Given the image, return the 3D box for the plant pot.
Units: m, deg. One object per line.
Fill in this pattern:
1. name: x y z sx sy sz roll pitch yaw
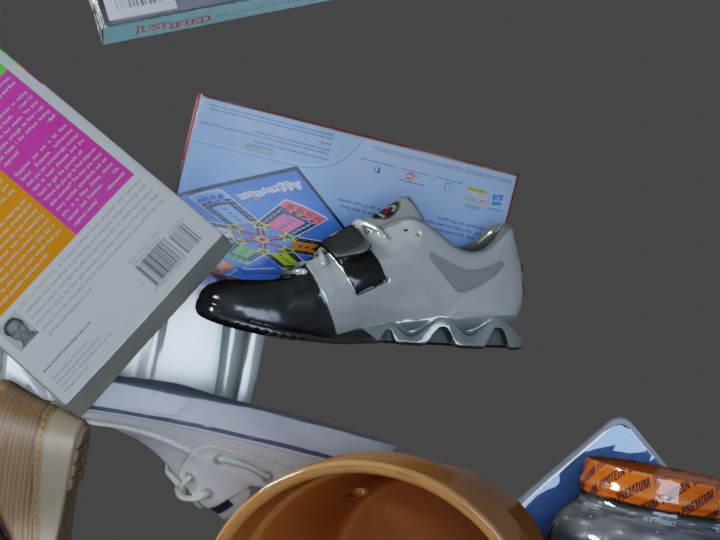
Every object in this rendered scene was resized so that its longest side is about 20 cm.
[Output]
1. plant pot: 0.024 0.190 1.518 0.200 0.140 0.200 3 99 18

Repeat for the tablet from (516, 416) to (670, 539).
1. tablet: 0.124 0.199 1.656 0.200 0.014 0.130 -40 95 -3

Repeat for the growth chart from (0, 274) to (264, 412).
1. growth chart: -0.148 0.027 1.624 0.200 0.018 0.145 17 90 -5

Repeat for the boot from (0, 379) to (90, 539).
1. boot: -0.256 0.154 1.608 0.166 0.072 0.200 14 96 9

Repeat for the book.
1. book: -0.192 -0.030 1.567 0.200 0.048 0.134 40 83 18

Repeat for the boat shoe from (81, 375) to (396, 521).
1. boat shoe: -0.080 0.111 1.595 0.200 0.071 0.070 15 89 -18

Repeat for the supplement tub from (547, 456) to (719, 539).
1. supplement tub: 0.160 0.215 1.592 0.122 0.123 0.200 11 90 -5

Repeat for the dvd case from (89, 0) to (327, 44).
1. dvd case: -0.105 -0.229 1.560 0.146 0.022 0.200 -13 63 -14

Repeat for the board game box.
1. board game box: -0.013 -0.032 1.622 0.200 0.019 0.103 14 90 -11

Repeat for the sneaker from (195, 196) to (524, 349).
1. sneaker: 0.000 0.000 1.584 0.200 0.074 0.089 1 94 -21
